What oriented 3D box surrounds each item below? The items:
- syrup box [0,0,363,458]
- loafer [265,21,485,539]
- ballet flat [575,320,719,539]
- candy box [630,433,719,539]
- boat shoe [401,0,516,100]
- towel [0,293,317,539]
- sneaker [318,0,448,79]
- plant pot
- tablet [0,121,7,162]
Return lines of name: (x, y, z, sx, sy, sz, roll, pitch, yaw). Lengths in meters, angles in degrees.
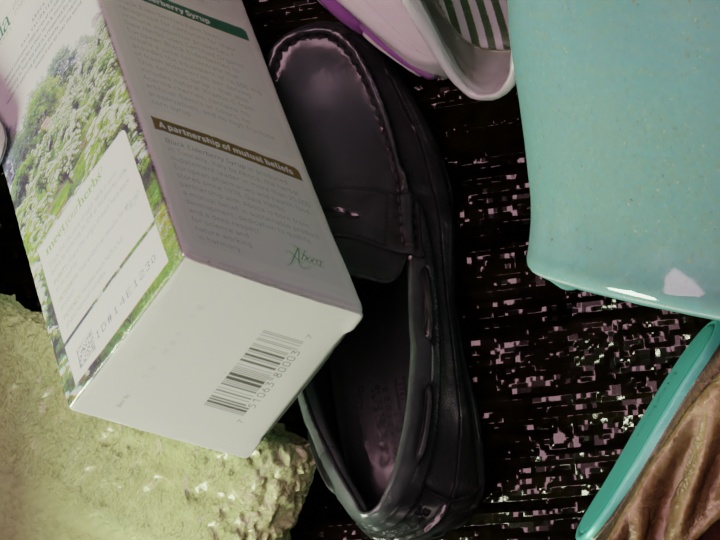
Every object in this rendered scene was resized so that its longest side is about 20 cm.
syrup box: (-0.075, -0.037, 0.957, 0.079, 0.081, 0.201, -51, 40, 28)
loafer: (0.000, 0.000, 0.967, 0.068, 0.070, 0.202, -18, 75, 22)
ballet flat: (0.085, 0.110, 0.857, 0.072, 0.068, 0.200, 39, 91, 0)
candy box: (0.199, 0.085, 0.869, 0.199, 0.056, 0.117, -18, 74, 21)
boat shoe: (0.024, -0.147, 0.884, 0.073, 0.201, 0.067, -14, 36, 26)
towel: (-0.109, 0.098, 1.015, 0.199, 0.036, 0.149, 20, 96, 35)
sneaker: (0.005, -0.168, 0.987, 0.099, 0.075, 0.201, -30, 71, 19)
plant pot: (0.133, -0.078, 0.853, 0.199, 0.200, 0.189, 13, 94, 26)
tablet: (-0.202, -0.047, 1.053, 0.130, 0.014, 0.200, -56, 38, 15)
